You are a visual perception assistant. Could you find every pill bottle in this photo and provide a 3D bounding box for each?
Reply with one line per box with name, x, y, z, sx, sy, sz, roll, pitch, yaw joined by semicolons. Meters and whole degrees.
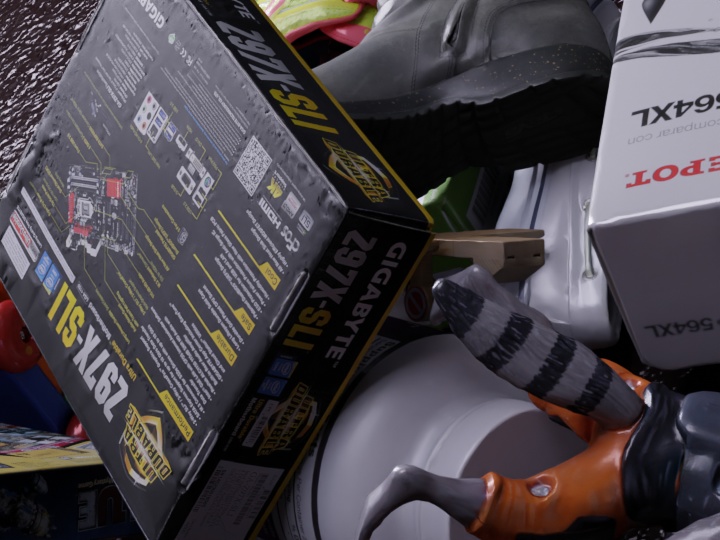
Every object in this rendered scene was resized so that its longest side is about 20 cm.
pill bottle;0.001;0.074;0.898;0.199;0.113;0.113;14;58;51

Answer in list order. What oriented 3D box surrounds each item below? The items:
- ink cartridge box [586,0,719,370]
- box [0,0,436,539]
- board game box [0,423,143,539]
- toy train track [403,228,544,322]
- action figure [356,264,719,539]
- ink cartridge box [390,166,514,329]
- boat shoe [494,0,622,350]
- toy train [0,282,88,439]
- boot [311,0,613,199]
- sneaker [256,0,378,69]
ink cartridge box;0.180;-0.066;0.905;0.145;0.085;0.201;-10;40;23
box;-0.068;-0.014;0.877;0.200;0.049;0.160;52;122;43
board game box;-0.192;0.091;0.931;0.135;0.199;0.035;7;94;37
toy train track;0.000;0.000;0.933;0.114;0.033;0.199;-4;6;-39
action figure;0.100;0.083;0.735;0.192;0.105;0.200;17;34;4
ink cartridge box;-0.009;-0.036;1.078;0.199;0.076;0.149;-14;40;32
boat shoe;0.106;-0.041;0.991;0.066;0.074;0.201;0;56;24
toy train;-0.172;0.004;1.079;0.084;0.201;0.116;-8;38;39
boot;0.014;-0.097;0.980;0.198;0.068;0.131;-11;50;0
sneaker;-0.001;-0.126;1.056;0.200;0.078;0.090;-48;41;-6
